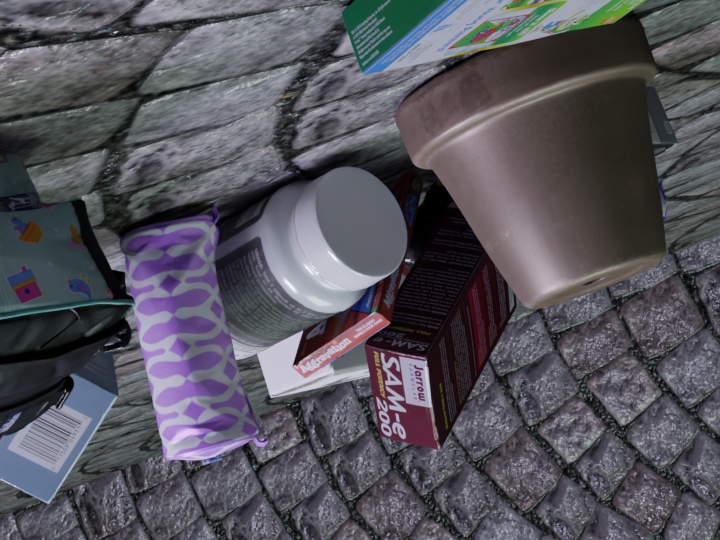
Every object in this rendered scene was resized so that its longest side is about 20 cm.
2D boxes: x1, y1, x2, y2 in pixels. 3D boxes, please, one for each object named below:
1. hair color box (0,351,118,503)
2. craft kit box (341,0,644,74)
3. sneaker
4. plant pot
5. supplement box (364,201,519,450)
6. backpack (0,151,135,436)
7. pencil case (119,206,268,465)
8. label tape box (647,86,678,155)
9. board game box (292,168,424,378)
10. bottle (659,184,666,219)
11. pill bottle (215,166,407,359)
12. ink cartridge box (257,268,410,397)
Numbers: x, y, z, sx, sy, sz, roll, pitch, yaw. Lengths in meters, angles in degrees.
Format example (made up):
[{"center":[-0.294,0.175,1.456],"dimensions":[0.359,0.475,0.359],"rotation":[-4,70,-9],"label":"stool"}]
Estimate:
[{"center":[-0.236,0.079,1.314],"dimensions":[0.099,0.060,0.200],"rotation":[-56,-160,11],"label":"hair color box"},{"center":[0.118,-0.179,0.966],"dimensions":[0.197,0.049,0.200],"rotation":[-12,170,-32],"label":"craft kit box"},{"center":[0.068,-0.050,1.622],"dimensions":[0.070,0.091,0.200],"rotation":[14,-172,20],"label":"sneaker"},{"center":[0.145,-0.071,1.298],"dimensions":[0.199,0.176,0.200],"rotation":[-19,171,-3],"label":"plant pot"},{"center":[0.074,0.044,1.507],"dimensions":[0.061,0.109,0.200],"rotation":[9,-138,23],"label":"supplement box"},{"center":[-0.258,0.027,1.015],"dimensions":[0.176,0.154,0.200],"rotation":[-39,169,37],"label":"backpack"},{"center":[-0.134,0.055,1.394],"dimensions":[0.085,0.201,0.084],"rotation":[-13,178,-5],"label":"pencil case"},{"center":[0.171,-0.108,1.513],"dimensions":[0.144,0.064,0.200],"rotation":[-25,171,28],"label":"label tape box"},{"center":[0.000,0.000,1.508],"dimensions":[0.103,0.019,0.201],"rotation":[-36,-156,33],"label":"board game box"},{"center":[0.230,-0.054,1.555],"dimensions":[0.083,0.066,0.200],"rotation":[-25,171,17],"label":"bottle"},{"center":[-0.060,-0.007,1.450],"dimensions":[0.113,0.114,0.200],"rotation":[-12,170,-44],"label":"pill bottle"},{"center":[-0.024,0.034,1.703],"dimensions":[0.083,0.148,0.200],"rotation":[-22,171,32],"label":"ink cartridge box"}]
